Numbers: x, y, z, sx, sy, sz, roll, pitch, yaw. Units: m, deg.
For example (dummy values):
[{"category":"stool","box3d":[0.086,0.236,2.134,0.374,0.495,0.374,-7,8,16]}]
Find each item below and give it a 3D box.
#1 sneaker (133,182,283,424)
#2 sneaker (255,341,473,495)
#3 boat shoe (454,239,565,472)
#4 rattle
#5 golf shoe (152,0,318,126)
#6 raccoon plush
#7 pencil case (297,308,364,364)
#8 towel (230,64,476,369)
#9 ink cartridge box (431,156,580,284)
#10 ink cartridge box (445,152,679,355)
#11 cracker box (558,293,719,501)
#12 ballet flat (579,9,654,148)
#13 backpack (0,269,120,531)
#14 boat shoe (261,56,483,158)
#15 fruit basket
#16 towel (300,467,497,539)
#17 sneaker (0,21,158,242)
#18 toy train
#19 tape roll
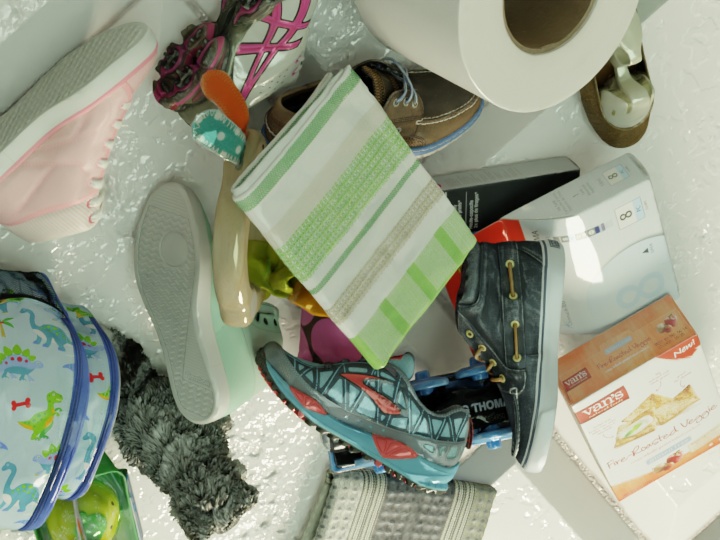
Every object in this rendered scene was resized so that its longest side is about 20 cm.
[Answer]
[{"category":"sneaker","box3d":[-0.125,0.018,1.500,0.118,0.073,0.203,-22,105,-56]},{"category":"sneaker","box3d":[0.006,0.103,1.487,0.199,0.079,0.096,32,89,-10]},{"category":"boat shoe","box3d":[0.124,0.072,1.523,0.090,0.071,0.203,3,94,-2]},{"category":"rattle","box3d":[-0.055,-0.052,1.387,0.130,0.141,0.202,-37,136,-55]},{"category":"golf shoe","box3d":[-0.074,-0.193,1.405,0.200,0.073,0.092,-45,131,15]},{"category":"raccoon plush","box3d":[-0.172,0.149,1.491,0.199,0.134,0.097,37,99,-32]},{"category":"pencil case","box3d":[0.000,0.000,1.509,0.091,0.093,0.202,-38,142,-55]},{"category":"towel","box3d":[-0.004,-0.041,1.396,0.150,0.031,0.201,-50,120,-21]},{"category":"ink cartridge box","box3d":[0.100,-0.041,1.571,0.198,0.037,0.096,-9,118,-16]},{"category":"ink cartridge box","box3d":[0.180,0.004,1.576,0.198,0.047,0.161,-28,135,-3]},{"category":"cracker box","box3d":[0.269,0.124,1.667,0.133,0.058,0.200,-30,140,2]},{"category":"ballet flat","box3d":[0.225,-0.184,1.527,0.067,0.072,0.202,-20,121,-11]},{"category":"backpack","box3d":[-0.274,0.105,1.389,0.146,0.200,0.185,13,109,-27]},{"category":"boat shoe","box3d":[0.016,-0.133,1.448,0.198,0.073,0.073,-18,152,-19]},{"category":"fruit basket","box3d":[-0.218,0.252,1.485,0.093,0.200,0.187,-16,119,-13]},{"category":"towel","box3d":[0.022,0.284,1.706,0.191,0.035,0.202,9,109,-29]},{"category":"sneaker","box3d":[-0.218,-0.102,1.385,0.200,0.076,0.105,-40,121,7]},{"category":"toy train","box3d":[0.056,0.133,1.589,0.198,0.114,0.088,-11,85,-11]},{"category":"tape roll","box3d":[0.108,-0.243,1.381,0.201,0.139,0.205,-22,127,-32]}]
